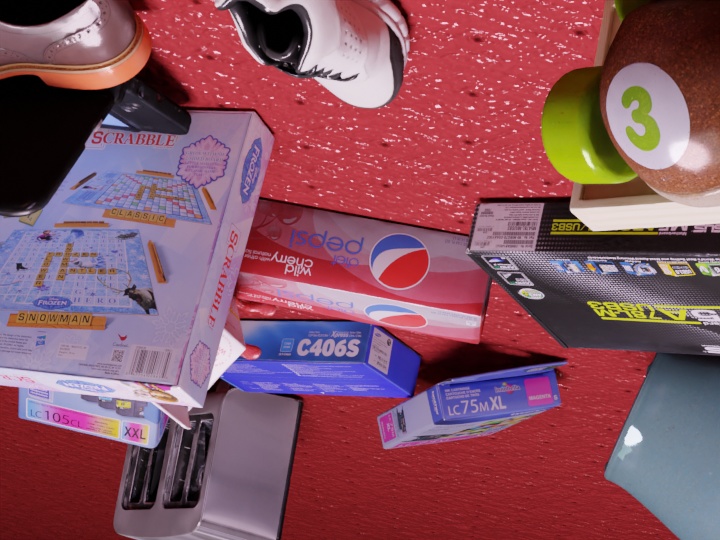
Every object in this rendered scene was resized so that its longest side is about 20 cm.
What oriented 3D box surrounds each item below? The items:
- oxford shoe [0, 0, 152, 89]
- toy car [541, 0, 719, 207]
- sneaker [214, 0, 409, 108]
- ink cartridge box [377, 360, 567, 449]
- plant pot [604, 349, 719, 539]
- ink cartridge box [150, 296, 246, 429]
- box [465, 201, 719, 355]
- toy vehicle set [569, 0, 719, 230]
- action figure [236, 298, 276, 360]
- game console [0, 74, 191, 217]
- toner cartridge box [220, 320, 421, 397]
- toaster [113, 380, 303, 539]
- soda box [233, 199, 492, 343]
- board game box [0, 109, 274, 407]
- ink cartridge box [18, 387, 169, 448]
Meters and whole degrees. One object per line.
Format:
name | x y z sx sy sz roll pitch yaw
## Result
oxford shoe | -0.227 -0.152 0.955 0.200 0.071 0.073 -1 149 14
toy car | 0.123 -0.138 0.663 0.200 0.158 0.164 40 159 -32
sneaker | -0.031 -0.130 0.862 0.074 0.080 0.200 2 160 23
ink cartridge box | 0.104 0.127 1.490 0.119 0.042 0.200 -6 165 -20
plant pot | 0.301 0.139 1.259 0.188 0.200 0.200 25 163 12
ink cartridge box | -0.150 0.027 1.193 0.115 0.068 0.200 41 -172 -18
box | 0.203 0.008 1.146 0.200 0.048 0.193 2 155 30
toy vehicle set | 0.201 -0.086 0.769 0.200 0.124 0.027 -3 155 38
action figure | -0.124 0.018 1.352 0.099 0.065 0.200 6 162 37
game console | -0.236 -0.080 1.021 0.200 0.117 0.176 9 171 20
toner cartridge box | -0.053 0.083 1.517 0.200 0.043 0.095 -1 156 33
toaster | -0.166 0.225 1.753 0.119 0.200 0.181 21 160 -36
soda box | 0.000 0.000 1.225 0.200 0.064 0.070 10 161 6
board game box | -0.175 -0.015 1.086 0.200 0.200 0.041 5 157 23
ink cartridge box | -0.232 0.057 1.440 0.136 0.076 0.200 12 132 1
